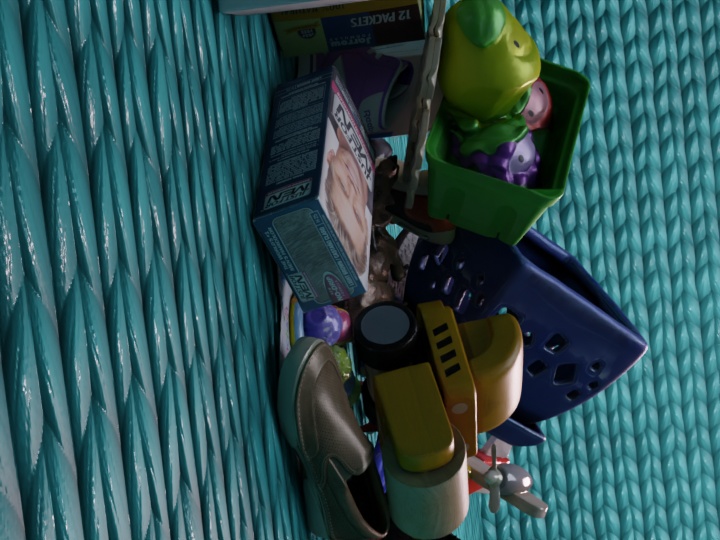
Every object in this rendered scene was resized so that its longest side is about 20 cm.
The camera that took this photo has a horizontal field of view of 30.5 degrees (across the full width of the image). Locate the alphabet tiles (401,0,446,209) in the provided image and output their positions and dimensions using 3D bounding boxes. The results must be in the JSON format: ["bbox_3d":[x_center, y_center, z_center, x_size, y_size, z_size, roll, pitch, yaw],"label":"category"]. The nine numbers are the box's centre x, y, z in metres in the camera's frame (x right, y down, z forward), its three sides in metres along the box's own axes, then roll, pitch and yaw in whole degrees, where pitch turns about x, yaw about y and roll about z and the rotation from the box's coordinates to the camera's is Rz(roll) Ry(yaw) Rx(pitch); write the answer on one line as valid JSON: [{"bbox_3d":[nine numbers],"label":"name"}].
[{"bbox_3d":[0.058,-0.168,1.232,0.200,0.014,0.198,100,-2,-67],"label":"alphabet tiles"}]

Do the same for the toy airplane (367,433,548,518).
[{"bbox_3d":[0.101,0.199,1.427,0.200,0.197,0.143,-78,172,-68],"label":"toy airplane"}]

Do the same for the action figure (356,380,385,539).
[{"bbox_3d":[-0.002,0.169,1.243,0.065,0.098,0.202,71,37,-69],"label":"action figure"}]

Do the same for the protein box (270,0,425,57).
[{"bbox_3d":[-0.023,-0.335,1.160,0.201,0.133,0.201,74,13,-52],"label":"protein box"}]

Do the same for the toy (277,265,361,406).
[{"bbox_3d":[-0.028,0.067,1.137,0.201,0.046,0.117,70,14,-62],"label":"toy"}]

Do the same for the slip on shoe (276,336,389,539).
[{"bbox_3d":[-0.018,0.139,1.053,0.076,0.060,0.202,-49,140,-47],"label":"slip on shoe"}]

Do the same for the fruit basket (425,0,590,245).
[{"bbox_3d":[0.135,-0.159,1.236,0.216,0.154,0.218,19,90,-88],"label":"fruit basket"}]

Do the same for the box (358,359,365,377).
[{"bbox_3d":[0.010,0.014,1.523,0.121,0.032,0.203,-30,113,-81],"label":"box"}]

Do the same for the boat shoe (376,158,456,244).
[{"bbox_3d":[0.035,-0.077,1.379,0.199,0.070,0.063,22,-56,54],"label":"boat shoe"}]

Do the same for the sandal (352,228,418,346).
[{"bbox_3d":[0.039,0.009,1.471,0.200,0.043,0.077,-48,119,-36],"label":"sandal"}]

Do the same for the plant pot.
[{"bbox_3d":[0.142,0.054,1.373,0.199,0.180,0.200,31,15,-30],"label":"plant pot"}]

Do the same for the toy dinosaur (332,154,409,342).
[{"bbox_3d":[0.000,0.000,1.279,0.136,0.085,0.203,58,31,-73],"label":"toy dinosaur"}]

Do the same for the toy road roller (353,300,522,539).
[{"bbox_3d":[0.079,0.116,1.134,0.124,0.144,0.202,82,-5,-48],"label":"toy road roller"}]

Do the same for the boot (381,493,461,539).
[{"bbox_3d":[0.060,0.206,1.262,0.069,0.199,0.177,20,74,-32],"label":"boot"}]

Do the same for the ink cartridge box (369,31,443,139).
[{"bbox_3d":[0.034,-0.204,1.444,0.200,0.142,0.085,-71,154,-73],"label":"ink cartridge box"}]

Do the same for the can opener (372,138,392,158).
[{"bbox_3d":[0.012,-0.124,1.559,0.079,0.063,0.200,56,3,-8],"label":"can opener"}]

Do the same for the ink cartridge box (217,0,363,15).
[{"bbox_3d":[-0.041,-0.295,0.957,0.086,0.144,0.203,-60,144,-79],"label":"ink cartridge box"}]

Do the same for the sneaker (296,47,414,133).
[{"bbox_3d":[-0.003,-0.203,1.290,0.073,0.113,0.203,71,14,-52],"label":"sneaker"}]

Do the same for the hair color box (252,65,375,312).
[{"bbox_3d":[-0.033,-0.071,1.092,0.201,0.060,0.101,-86,153,-51],"label":"hair color box"}]
